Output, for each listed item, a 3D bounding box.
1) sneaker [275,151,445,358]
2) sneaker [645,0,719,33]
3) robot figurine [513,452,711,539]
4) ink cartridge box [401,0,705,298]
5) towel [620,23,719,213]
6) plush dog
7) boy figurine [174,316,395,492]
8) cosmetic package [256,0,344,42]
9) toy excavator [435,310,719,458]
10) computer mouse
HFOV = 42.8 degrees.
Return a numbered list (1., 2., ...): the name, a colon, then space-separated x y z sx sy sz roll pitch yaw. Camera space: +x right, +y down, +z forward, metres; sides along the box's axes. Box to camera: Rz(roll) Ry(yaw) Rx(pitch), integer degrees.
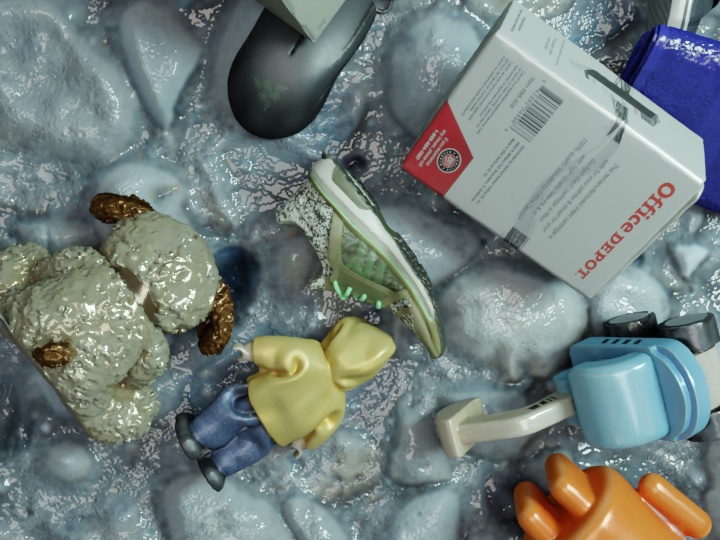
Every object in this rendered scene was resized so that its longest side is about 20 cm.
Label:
1. sneaker: 0.000 0.000 0.794 0.088 0.077 0.201 -36 88 10
2. sneaker: 0.297 -0.269 0.779 0.078 0.078 0.203 9 93 -1
3. robot figurine: 0.219 0.253 0.794 0.200 0.117 0.144 44 64 -4
4. ink cartridge box: 0.157 -0.095 0.750 0.199 0.084 0.145 35 128 -4
5. towel: 0.307 -0.121 0.781 0.197 0.050 0.149 17 134 -4
6. plush dog: -0.197 0.023 0.754 0.172 0.160 0.201 -42 95 -23
7. boy figurine: -0.064 0.101 0.790 0.199 0.064 0.125 -35 114 -2
8. cosmetic package: -0.101 -0.277 0.719 0.199 0.105 0.071 38 92 12
9. toy excavator: 0.186 0.110 0.781 0.198 0.194 0.101 -17 96 -29
10. computer mouse: -0.048 -0.208 0.779 0.137 0.053 0.202 28 92 -5
